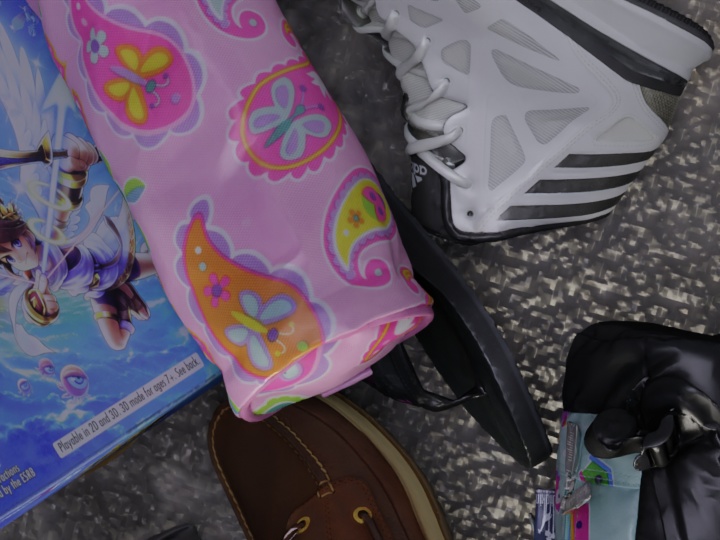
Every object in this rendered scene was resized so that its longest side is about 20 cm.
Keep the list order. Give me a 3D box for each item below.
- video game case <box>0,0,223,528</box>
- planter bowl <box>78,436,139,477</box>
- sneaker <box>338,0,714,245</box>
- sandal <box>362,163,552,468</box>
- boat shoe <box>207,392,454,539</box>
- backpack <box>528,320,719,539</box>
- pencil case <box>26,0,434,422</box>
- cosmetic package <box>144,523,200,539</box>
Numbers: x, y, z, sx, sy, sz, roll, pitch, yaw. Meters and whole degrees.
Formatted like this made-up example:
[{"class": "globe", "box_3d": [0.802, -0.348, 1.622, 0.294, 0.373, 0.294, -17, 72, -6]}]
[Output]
[{"class": "video game case", "box_3d": [-0.130, -0.016, 0.828, 0.045, 0.200, 0.182, -38, 87, 40]}, {"class": "planter bowl", "box_3d": [-0.170, 0.004, 0.875, 0.083, 0.200, 0.201, -36, 86, 41]}, {"class": "sneaker", "box_3d": [0.025, -0.075, 0.862, 0.199, 0.076, 0.116, 23, 96, -17]}, {"class": "sandal", "box_3d": [0.000, 0.000, 0.885, 0.048, 0.075, 0.201, -35, 78, -11]}, {"class": "boat shoe", "box_3d": [-0.005, 0.112, 0.846, 0.200, 0.067, 0.072, 51, 135, 36]}, {"class": "backpack", "box_3d": [0.135, 0.124, 0.838, 0.165, 0.127, 0.202, 6, 93, -14]}, {"class": "pencil case", "box_3d": [-0.051, -0.050, 0.828, 0.087, 0.087, 0.201, -30, 79, 5]}, {"class": "cosmetic package", "box_3d": [-0.145, 0.174, 0.884, 0.199, 0.107, 0.091, -21, 88, 3]}]
